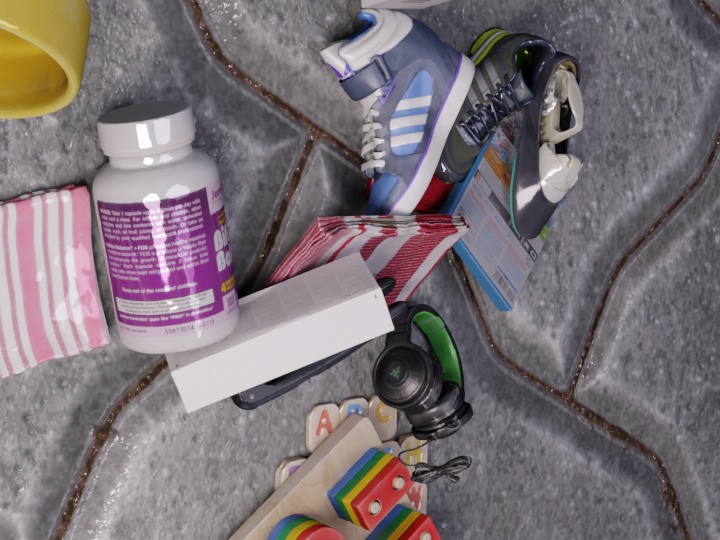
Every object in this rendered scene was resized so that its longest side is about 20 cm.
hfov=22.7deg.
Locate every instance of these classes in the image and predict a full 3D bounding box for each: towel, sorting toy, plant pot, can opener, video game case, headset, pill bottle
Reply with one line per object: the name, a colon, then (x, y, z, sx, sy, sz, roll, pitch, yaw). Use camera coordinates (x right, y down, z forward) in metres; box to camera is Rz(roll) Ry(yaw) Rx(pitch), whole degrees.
towel: (0.000, 0.000, 1.710, 0.199, 0.023, 0.144, -3, 144, -43)
towel: (-0.301, 0.019, 1.488, 0.199, 0.030, 0.148, -19, 109, -39)
sorting toy: (-0.010, 0.283, 1.759, 0.199, 0.069, 0.201, -43, 126, -27)
plant pot: (-0.294, -0.240, 1.352, 0.200, 0.200, 0.191, 25, 66, -42)
can opener: (-0.039, 0.071, 1.692, 0.199, 0.078, 0.064, -27, 111, -23)
video game case: (0.157, -0.080, 1.880, 0.143, 0.018, 0.201, 51, 54, -34)
headset: (0.074, 0.122, 1.776, 0.124, 0.093, 0.201, 49, 37, -40)
pill bottle: (-0.170, -0.039, 1.543, 0.112, 0.112, 0.202, -22, 112, -38)

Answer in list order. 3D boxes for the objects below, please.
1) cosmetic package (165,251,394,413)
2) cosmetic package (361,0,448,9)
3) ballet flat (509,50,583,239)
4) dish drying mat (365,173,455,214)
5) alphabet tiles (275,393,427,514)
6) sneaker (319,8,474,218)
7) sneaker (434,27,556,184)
cosmetic package: (-0.076, 0.055, 1.605, 0.198, 0.083, 0.051, -22, 116, -4)
cosmetic package: (0.049, -0.353, 1.674, 0.084, 0.107, 0.202, -6, 91, -42)
ballet flat: (0.198, -0.133, 1.862, 0.073, 0.073, 0.202, 14, 79, -43)
dish drying mat: (0.086, -0.096, 1.835, 0.199, 0.018, 0.078, 7, 90, -43)
alphabet tiles: (-0.006, 0.226, 1.807, 0.199, 0.015, 0.198, -7, 101, -42)
sneaker: (0.010, -0.152, 1.717, 0.146, 0.081, 0.201, 28, 82, -16)
sneaker: (0.129, -0.172, 1.810, 0.074, 0.081, 0.201, 45, 61, -30)
